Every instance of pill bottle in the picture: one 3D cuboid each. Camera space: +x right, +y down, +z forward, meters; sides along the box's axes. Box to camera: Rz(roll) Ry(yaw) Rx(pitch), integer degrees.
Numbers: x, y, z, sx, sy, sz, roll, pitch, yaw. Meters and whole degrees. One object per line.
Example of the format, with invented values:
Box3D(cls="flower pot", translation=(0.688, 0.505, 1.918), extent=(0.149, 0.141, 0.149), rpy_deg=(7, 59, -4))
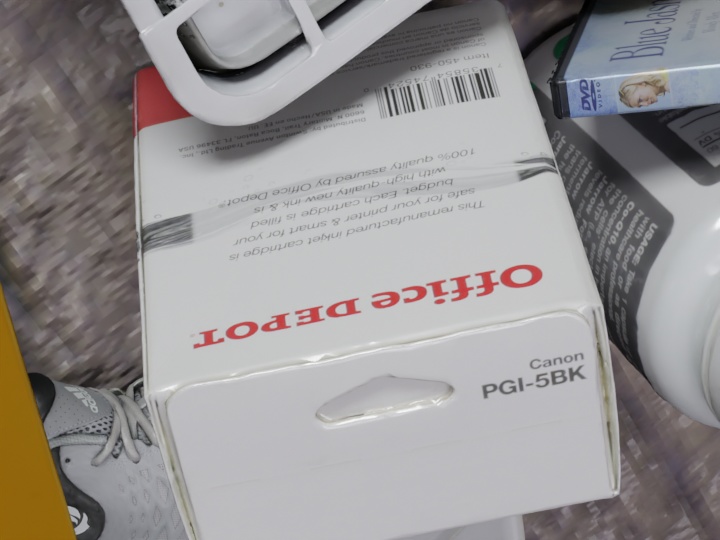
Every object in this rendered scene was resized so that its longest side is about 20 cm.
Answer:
Box3D(cls="pill bottle", translation=(0.136, -0.011, 0.855), extent=(0.112, 0.200, 0.114), rpy_deg=(-13, 124, -19))

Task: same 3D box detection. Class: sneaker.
Box3D(cls="sneaker", translation=(-0.073, 0.053, 0.870), extent=(0.115, 0.075, 0.200), rpy_deg=(31, 103, -34))

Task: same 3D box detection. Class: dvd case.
Box3D(cls="dvd case", translation=(0.175, -0.094, 0.811), extent=(0.198, 0.143, 0.018), rpy_deg=(-5, 112, 15))

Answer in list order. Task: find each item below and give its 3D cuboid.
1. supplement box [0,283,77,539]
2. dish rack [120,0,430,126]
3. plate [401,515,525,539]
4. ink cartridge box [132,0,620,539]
Box3D(cls="supplement box", translation=(-0.184, 0.049, 0.728), extent=(0.132, 0.200, 0.199), rpy_deg=(-21, 126, -14))
Box3D(cls="dish rack", translation=(-0.030, -0.166, 0.717), extent=(0.171, 0.044, 0.201), rpy_deg=(-36, 128, -10))
Box3D(cls="plate", translation=(0.021, 0.178, 0.962), extent=(0.199, 0.032, 0.201), rpy_deg=(-41, 136, -38))
Box3D(cls="ink cartridge box", translation=(0.000, 0.000, 0.773), extent=(0.145, 0.201, 0.083), rpy_deg=(-11, 126, 1))
